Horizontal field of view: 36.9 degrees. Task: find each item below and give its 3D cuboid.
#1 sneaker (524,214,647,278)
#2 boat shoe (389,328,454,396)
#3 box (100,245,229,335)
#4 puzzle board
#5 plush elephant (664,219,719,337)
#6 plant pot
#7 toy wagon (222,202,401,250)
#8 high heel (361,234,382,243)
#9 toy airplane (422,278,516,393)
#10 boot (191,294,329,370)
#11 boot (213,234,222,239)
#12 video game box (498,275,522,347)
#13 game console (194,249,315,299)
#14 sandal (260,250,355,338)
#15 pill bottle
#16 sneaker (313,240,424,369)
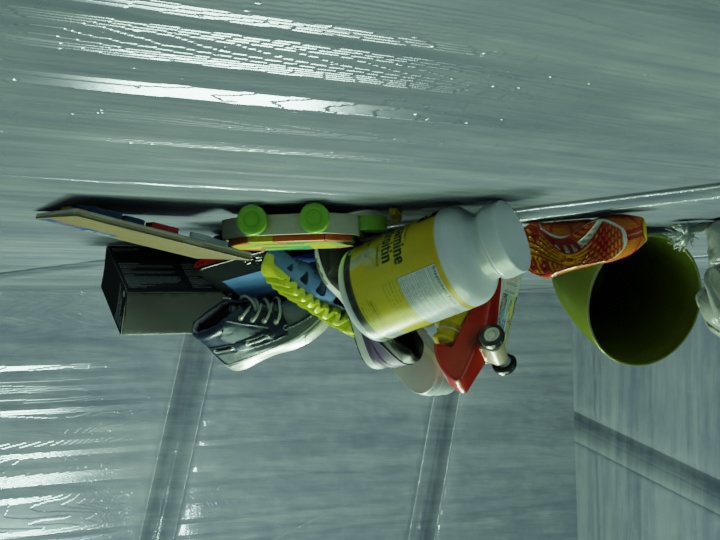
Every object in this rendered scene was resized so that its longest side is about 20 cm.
[{"bbox_3d":[0.274,-0.031,1.358,0.076,0.074,0.199,-11,-174,-37],"label":"sneaker"},{"bbox_3d":[0.058,0.091,1.428,0.068,0.073,0.200,22,-164,-50],"label":"boat shoe"},{"bbox_3d":[-0.276,0.029,1.625,0.197,0.080,0.141,1,-149,-27],"label":"box"},{"bbox_3d":[-0.236,-0.041,1.170,0.198,0.018,0.150,15,174,-32],"label":"puzzle board"},{"bbox_3d":[0.497,0.013,1.391,0.197,0.158,0.164,-3,176,18],"label":"plush elephant"},{"bbox_3d":[0.370,0.022,1.601,0.184,0.190,0.200,0,-168,-17],"label":"plant pot"},{"bbox_3d":[-0.052,-0.047,1.208,0.196,0.040,0.155,-1,177,6],"label":"toy wagon"},{"bbox_3d":[0.000,0.000,1.544,0.066,0.098,0.200,0,177,-8],"label":"high heel"},{"bbox_3d":[0.125,0.034,1.345,0.139,0.203,0.199,-5,-172,22],"label":"toy airplane"},{"bbox_3d":[-0.128,0.065,1.443,0.198,0.073,0.090,-30,132,20],"label":"boot"},{"bbox_3d":[-0.120,-0.013,1.507,0.148,0.074,0.200,-5,170,6],"label":"boot"},{"bbox_3d":[0.206,0.045,1.636,0.046,0.185,0.200,11,179,14],"label":"video game box"},{"bbox_3d":[-0.102,0.005,1.422,0.174,0.031,0.200,-19,155,11],"label":"game console"},{"bbox_3d":[-0.043,0.016,1.365,0.199,0.088,0.079,33,174,-40],"label":"sandal"},{"bbox_3d":[0.082,-0.003,1.186,0.198,0.114,0.112,-23,166,28],"label":"pill bottle"},{"bbox_3d":[0.020,0.024,1.313,0.087,0.202,0.076,-8,-156,50],"label":"sneaker"}]
